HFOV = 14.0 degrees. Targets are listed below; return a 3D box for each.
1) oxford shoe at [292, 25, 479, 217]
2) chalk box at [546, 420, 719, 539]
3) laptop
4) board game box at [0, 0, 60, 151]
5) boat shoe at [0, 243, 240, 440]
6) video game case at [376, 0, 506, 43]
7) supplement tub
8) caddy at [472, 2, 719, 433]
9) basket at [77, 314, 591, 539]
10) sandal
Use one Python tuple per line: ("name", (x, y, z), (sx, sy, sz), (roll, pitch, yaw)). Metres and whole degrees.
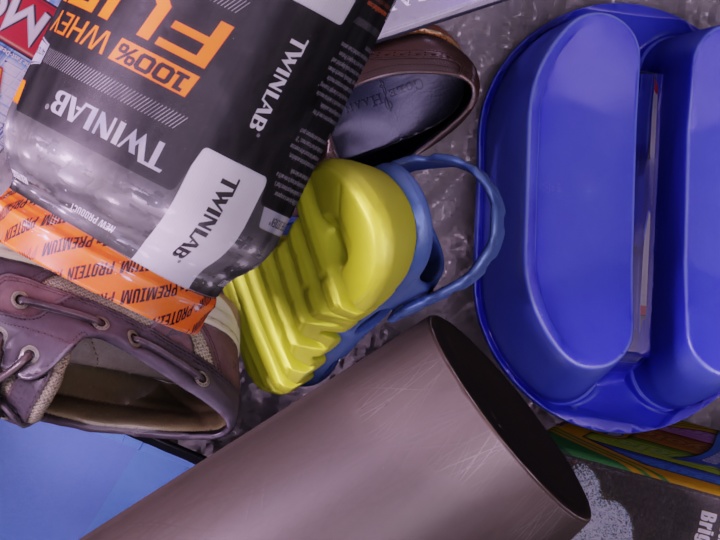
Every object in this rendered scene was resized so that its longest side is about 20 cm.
("oxford shoe", (-0.039, -0.053, 1.322), (0.199, 0.073, 0.072), (-29, 108, -2))
("chalk box", (0.173, 0.150, 1.346), (0.199, 0.124, 0.126), (16, 103, 20))
("laptop", (-0.193, 0.137, 1.289), (0.103, 0.200, 0.178), (44, 125, 16))
("board game box", (-0.187, -0.130, 1.258), (0.199, 0.062, 0.201), (30, 83, -17))
("boat shoe", (-0.139, 0.033, 1.238), (0.199, 0.065, 0.072), (11, 133, -28))
("video game case", (0.026, -0.214, 1.310), (0.142, 0.019, 0.201), (-18, 100, -6))
("supplement tub", (-0.064, -0.084, 1.175), (0.122, 0.122, 0.201), (25, 91, -16))
("caddy", (0.125, -0.027, 1.339), (0.141, 0.105, 0.201), (4, 82, -11))
("basket", (-0.010, 0.125, 1.273), (0.200, 0.136, 0.180), (-38, 135, 9))
("sandal", (0.000, 0.000, 1.264), (0.087, 0.200, 0.080), (-15, 84, -26))
